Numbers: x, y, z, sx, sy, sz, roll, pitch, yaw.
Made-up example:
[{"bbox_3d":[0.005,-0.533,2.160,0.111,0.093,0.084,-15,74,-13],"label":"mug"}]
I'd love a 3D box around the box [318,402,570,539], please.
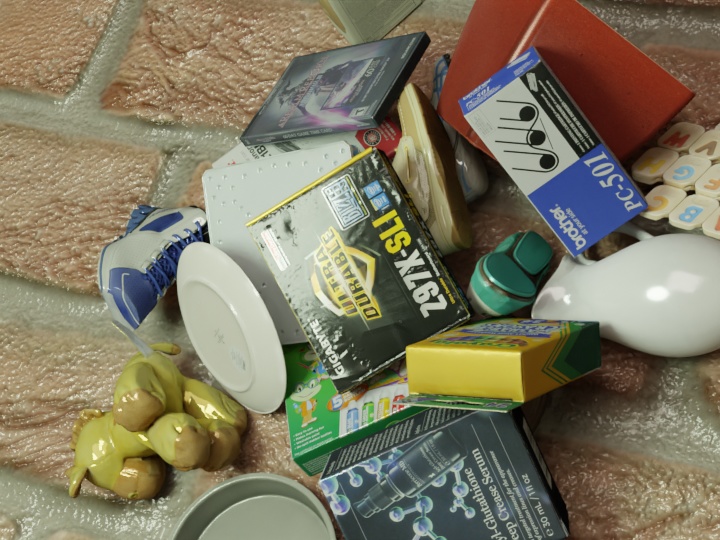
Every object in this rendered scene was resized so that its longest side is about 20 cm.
[{"bbox_3d":[0.082,0.216,1.526,0.199,0.107,0.149,-25,95,9],"label":"box"}]

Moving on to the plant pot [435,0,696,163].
[{"bbox_3d":[0.194,-0.188,1.658,0.177,0.199,0.200,-53,21,8],"label":"plant pot"}]

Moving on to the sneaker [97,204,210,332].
[{"bbox_3d":[-0.218,-0.022,1.787,0.115,0.081,0.200,-11,31,18],"label":"sneaker"}]

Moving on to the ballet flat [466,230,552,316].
[{"bbox_3d":[0.147,0.014,1.614,0.067,0.200,0.070,44,114,4],"label":"ballet flat"}]

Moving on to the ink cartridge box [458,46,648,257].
[{"bbox_3d":[0.193,-0.117,1.569,0.094,0.200,0.044,-35,25,12],"label":"ink cartridge box"}]

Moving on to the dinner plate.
[{"bbox_3d":[-0.146,0.066,1.686,0.024,0.201,0.200,-28,51,-30],"label":"dinner plate"}]

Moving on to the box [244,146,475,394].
[{"bbox_3d":[0.000,0.000,1.594,0.159,0.049,0.201,-30,84,10],"label":"box"}]

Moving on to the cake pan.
[{"bbox_3d":[-0.112,0.311,1.632,0.199,0.037,0.201,-9,61,17],"label":"cake pan"}]

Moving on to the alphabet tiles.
[{"bbox_3d":[0.382,-0.104,1.612,0.199,0.015,0.195,21,51,41],"label":"alphabet tiles"}]

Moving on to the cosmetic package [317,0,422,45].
[{"bbox_3d":[-0.013,-0.358,1.845,0.105,0.200,0.071,-40,57,-3],"label":"cosmetic package"}]

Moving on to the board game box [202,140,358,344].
[{"bbox_3d":[-0.074,-0.023,1.683,0.199,0.026,0.201,-9,88,33],"label":"board game box"}]

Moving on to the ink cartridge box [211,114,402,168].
[{"bbox_3d":[-0.049,-0.114,1.801,0.200,0.084,0.144,-37,57,0],"label":"ink cartridge box"}]

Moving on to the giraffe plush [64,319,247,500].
[{"bbox_3d":[-0.244,0.179,1.699,0.200,0.172,0.162,45,107,23],"label":"giraffe plush"}]

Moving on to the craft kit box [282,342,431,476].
[{"bbox_3d":[0.011,0.093,1.659,0.199,0.049,0.198,-26,42,16],"label":"craft kit box"}]

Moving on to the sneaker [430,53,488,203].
[{"bbox_3d":[0.098,-0.161,1.778,0.072,0.072,0.201,-19,55,22],"label":"sneaker"}]

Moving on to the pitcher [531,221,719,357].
[{"bbox_3d":[0.292,0.007,1.592,0.199,0.121,0.172,-4,50,33],"label":"pitcher"}]

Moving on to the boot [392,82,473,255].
[{"bbox_3d":[0.027,-0.090,1.693,0.155,0.073,0.201,-23,68,22],"label":"boot"}]

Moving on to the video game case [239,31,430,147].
[{"bbox_3d":[-0.029,-0.201,1.755,0.199,0.019,0.143,-4,44,40],"label":"video game case"}]

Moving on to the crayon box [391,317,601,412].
[{"bbox_3d":[0.131,0.086,1.498,0.125,0.200,0.052,1,100,33],"label":"crayon box"}]

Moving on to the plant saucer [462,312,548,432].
[{"bbox_3d":[0.099,0.121,1.654,0.199,0.029,0.201,-9,62,17],"label":"plant saucer"}]
